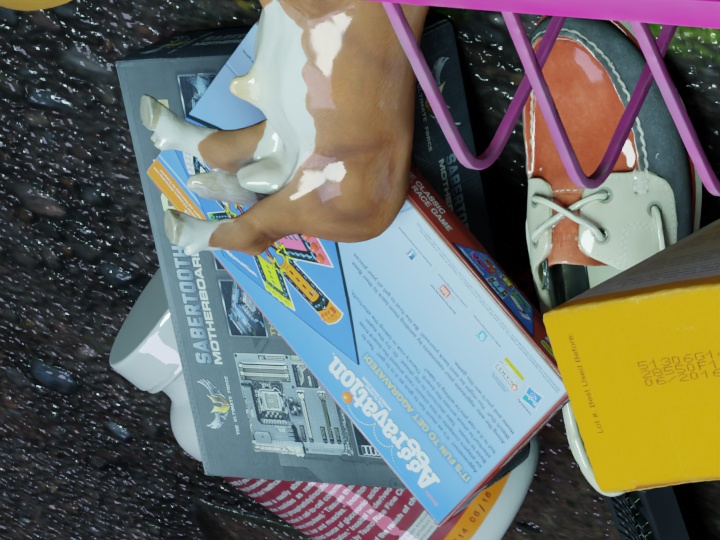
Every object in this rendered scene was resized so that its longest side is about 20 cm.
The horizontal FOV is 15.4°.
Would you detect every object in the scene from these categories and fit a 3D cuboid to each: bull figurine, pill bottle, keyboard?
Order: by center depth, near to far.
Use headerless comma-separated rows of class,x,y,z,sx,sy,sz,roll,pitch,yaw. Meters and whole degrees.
bull figurine,-0.019,-0.095,1.005,0.065,0.120,0.201,-127,34,-56
pill bottle,-0.019,0.068,1.308,0.199,0.113,0.113,35,150,-14
keyboard,0.160,0.159,1.341,0.127,0.021,0.201,46,167,41

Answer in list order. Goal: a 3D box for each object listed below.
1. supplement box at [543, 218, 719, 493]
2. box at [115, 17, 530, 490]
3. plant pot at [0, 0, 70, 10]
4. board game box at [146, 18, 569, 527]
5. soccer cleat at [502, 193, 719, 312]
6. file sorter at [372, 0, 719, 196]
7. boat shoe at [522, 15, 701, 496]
supplement box,0.180,0.008,0.960,0.126,0.199,0.074,-11,102,49
box,-0.017,-0.006,1.162,0.157,0.051,0.202,0,108,37
plant pot,-0.159,-0.191,0.961,0.199,0.202,0.183,-1,155,41
board game box,0.000,0.000,1.104,0.200,0.019,0.103,50,128,11
soccer cleat,0.119,0.031,1.174,0.086,0.070,0.199,48,144,-17
file sorter,0.125,-0.103,0.897,0.199,0.140,0.126,8,147,31
boat shoe,0.098,-0.008,1.075,0.071,0.062,0.201,4,115,39
